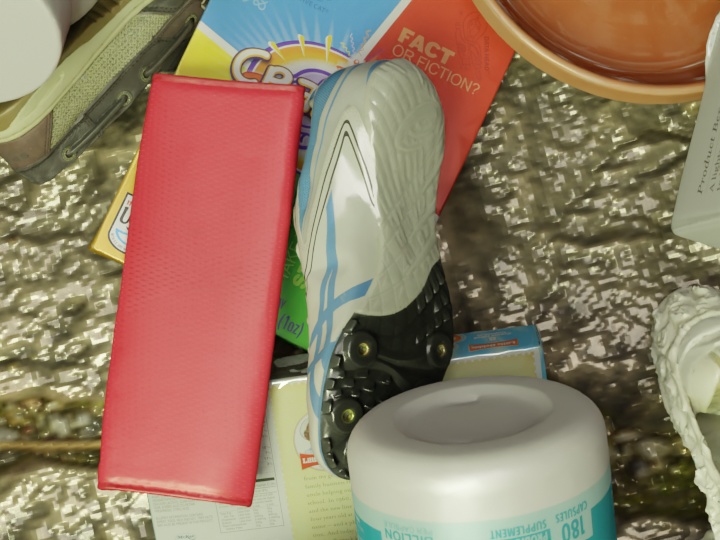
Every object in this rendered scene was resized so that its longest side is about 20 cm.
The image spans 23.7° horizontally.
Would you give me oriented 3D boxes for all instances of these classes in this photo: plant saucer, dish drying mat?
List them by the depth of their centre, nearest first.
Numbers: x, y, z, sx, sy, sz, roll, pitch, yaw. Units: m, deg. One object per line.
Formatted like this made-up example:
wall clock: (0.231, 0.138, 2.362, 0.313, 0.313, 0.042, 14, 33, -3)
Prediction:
dish drying mat: (-0.075, 0.008, 0.809, 0.077, 0.018, 0.200, 6, 82, 8)
plant saucer: (0.140, -0.177, 0.871, 0.200, 0.032, 0.200, 2, 74, -8)

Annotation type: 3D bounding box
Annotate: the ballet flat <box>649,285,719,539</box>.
ballet flat: (0.185, 0.075, 0.795, 0.072, 0.072, 0.200, -15, 53, 2)

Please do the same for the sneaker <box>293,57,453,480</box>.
sneaker: (0.000, 0.000, 0.800, 0.072, 0.072, 0.200, 16, 71, -36)

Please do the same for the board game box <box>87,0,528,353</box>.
board game box: (-0.026, -0.068, 0.864, 0.153, 0.040, 0.200, 25, 85, -8)

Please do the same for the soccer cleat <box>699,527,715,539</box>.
soccer cleat: (0.172, 0.161, 0.825, 0.200, 0.069, 0.078, -29, 84, -3)

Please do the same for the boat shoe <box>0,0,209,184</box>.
boat shoe: (-0.121, -0.127, 0.888, 0.072, 0.066, 0.201, 23, 62, 40)

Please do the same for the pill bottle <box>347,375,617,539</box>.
pill bottle: (0.060, 0.154, 0.744, 0.111, 0.111, 0.200, -7, 106, 3)

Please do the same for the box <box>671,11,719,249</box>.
box: (0.276, -0.087, 0.792, 0.200, 0.131, 0.199, 17, 84, -13)

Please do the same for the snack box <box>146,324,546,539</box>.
snack box: (-0.004, 0.098, 0.840, 0.200, 0.037, 0.116, -7, 106, 3)

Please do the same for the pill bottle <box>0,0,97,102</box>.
pill bottle: (-0.174, -0.181, 0.829, 0.120, 0.120, 0.200, 0, 50, 4)
